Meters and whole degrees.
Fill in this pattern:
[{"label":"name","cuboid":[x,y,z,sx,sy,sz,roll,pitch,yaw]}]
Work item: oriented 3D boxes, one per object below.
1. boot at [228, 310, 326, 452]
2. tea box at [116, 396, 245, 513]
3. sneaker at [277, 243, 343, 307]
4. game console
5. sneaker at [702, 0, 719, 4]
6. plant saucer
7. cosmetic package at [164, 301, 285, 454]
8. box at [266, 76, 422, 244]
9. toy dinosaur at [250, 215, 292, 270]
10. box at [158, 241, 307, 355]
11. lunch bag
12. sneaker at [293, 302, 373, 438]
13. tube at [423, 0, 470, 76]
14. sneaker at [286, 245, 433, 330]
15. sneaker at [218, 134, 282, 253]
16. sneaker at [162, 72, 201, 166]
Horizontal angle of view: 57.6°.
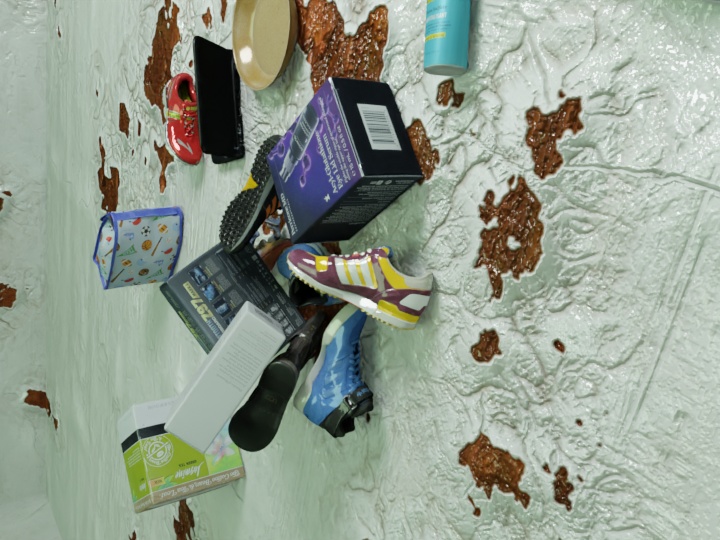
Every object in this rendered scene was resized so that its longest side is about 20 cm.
[{"label":"boot","cuboid":[-0.119,0.172,1.027,0.069,0.174,0.201,33,114,1]},{"label":"tea box","cuboid":[-0.372,0.368,1.354,0.133,0.199,0.198,-37,67,48]},{"label":"sneaker","cuboid":[-0.081,0.006,0.995,0.199,0.089,0.079,17,120,54]},{"label":"game console","cuboid":[-0.285,-0.307,1.215,0.175,0.116,0.202,2,96,53]},{"label":"sneaker","cuboid":[0.253,-0.263,0.524,0.200,0.081,0.075,36,123,45]},{"label":"plant saucer","cuboid":[-0.156,-0.404,1.095,0.199,0.035,0.203,12,105,52]},{"label":"cosmetic package","cuboid":[-0.195,0.151,0.954,0.201,0.071,0.101,-54,11,-1]},{"label":"box","cuboid":[-0.029,-0.143,0.903,0.200,0.104,0.149,-38,65,48]},{"label":"toy dinosaur","cuboid":[-0.193,-0.005,1.146,0.200,0.104,0.183,36,126,43]},{"label":"box","cuboid":[-0.200,0.059,1.056,0.201,0.158,0.051,54,144,-9]},{"label":"lunch bag","cuboid":[-0.509,-0.068,1.508,0.124,0.169,0.201,56,137,25]},{"label":"sneaker","cuboid":[-0.012,0.149,0.950,0.111,0.077,0.201,34,105,23]},{"label":"tube","cuboid":[0.103,-0.331,0.755,0.077,0.050,0.202,5,93,45]},{"label":"sneaker","cuboid":[0.000,0.000,0.867,0.199,0.075,0.091,25,97,11]},{"label":"sneaker","cuboid":[-0.144,-0.108,1.034,0.070,0.090,0.201,33,97,43]},{"label":"sneaker","cuboid":[-0.366,-0.317,1.361,0.085,0.077,0.202,-23,76,47]}]
